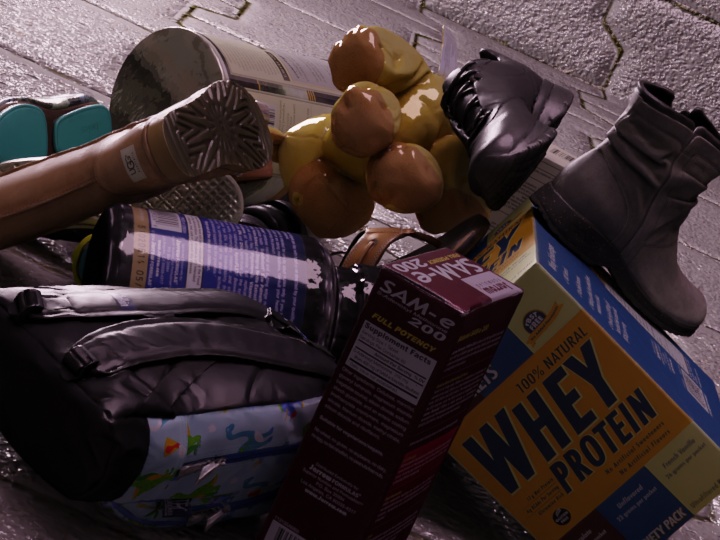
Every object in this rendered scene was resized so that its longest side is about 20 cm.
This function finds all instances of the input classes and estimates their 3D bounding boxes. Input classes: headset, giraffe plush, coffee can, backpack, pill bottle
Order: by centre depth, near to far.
[{"bbox_3d":[-0.108,0.076,1.219,0.199,0.154,0.163,-16,37,-35],"label":"backpack"},{"bbox_3d":[-0.083,0.025,1.387,0.199,0.112,0.112,10,19,-15],"label":"pill bottle"},{"bbox_3d":[-0.002,-0.094,1.620,0.173,0.162,0.200,50,31,-18],"label":"giraffe plush"},{"bbox_3d":[-0.086,-0.003,1.647,0.199,0.094,0.123,14,16,17],"label":"headset"},{"bbox_3d":[-0.103,-0.130,1.846,0.200,0.147,0.146,7,24,-49],"label":"coffee can"}]

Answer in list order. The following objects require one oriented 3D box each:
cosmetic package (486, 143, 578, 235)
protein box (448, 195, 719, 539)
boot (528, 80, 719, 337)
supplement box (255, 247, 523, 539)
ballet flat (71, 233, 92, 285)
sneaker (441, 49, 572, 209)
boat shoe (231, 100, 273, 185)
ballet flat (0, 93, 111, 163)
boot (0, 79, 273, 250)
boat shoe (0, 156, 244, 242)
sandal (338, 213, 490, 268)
[{"bbox_3d":[0.130,0.000,1.683,0.105,0.201,0.071,29,15,10],"label":"cosmetic package"},{"bbox_3d":[0.141,0.081,1.447,0.200,0.135,0.199,45,13,-9],"label":"protein box"},{"bbox_3d":[0.224,-0.041,1.481,0.200,0.131,0.068,37,15,-39],"label":"boot"},{"bbox_3d":[0.015,0.091,1.208,0.061,0.201,0.109,30,16,17],"label":"supplement box"},{"bbox_3d":[-0.114,0.023,1.501,0.199,0.067,0.067,22,-6,-5],"label":"ballet flat"},{"bbox_3d":[0.097,-0.109,1.538,0.091,0.076,0.200,37,21,-3],"label":"sneaker"},{"bbox_3d":[-0.151,-0.070,1.588,0.076,0.199,0.072,-7,79,-57],"label":"boat shoe"},{"bbox_3d":[-0.277,-0.109,1.691,0.074,0.074,0.200,30,14,17],"label":"ballet flat"},{"bbox_3d":[-0.181,-0.068,1.451,0.175,0.199,0.066,-16,87,-65],"label":"boot"},{"bbox_3d":[-0.180,-0.053,1.534,0.199,0.075,0.062,1,-7,14],"label":"boat shoe"},{"bbox_3d":[0.000,0.000,1.522,0.055,0.199,0.082,63,21,-13],"label":"sandal"}]
